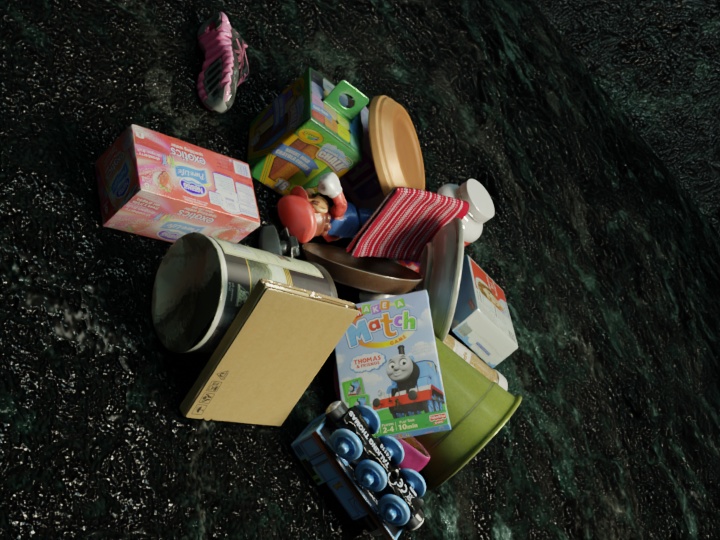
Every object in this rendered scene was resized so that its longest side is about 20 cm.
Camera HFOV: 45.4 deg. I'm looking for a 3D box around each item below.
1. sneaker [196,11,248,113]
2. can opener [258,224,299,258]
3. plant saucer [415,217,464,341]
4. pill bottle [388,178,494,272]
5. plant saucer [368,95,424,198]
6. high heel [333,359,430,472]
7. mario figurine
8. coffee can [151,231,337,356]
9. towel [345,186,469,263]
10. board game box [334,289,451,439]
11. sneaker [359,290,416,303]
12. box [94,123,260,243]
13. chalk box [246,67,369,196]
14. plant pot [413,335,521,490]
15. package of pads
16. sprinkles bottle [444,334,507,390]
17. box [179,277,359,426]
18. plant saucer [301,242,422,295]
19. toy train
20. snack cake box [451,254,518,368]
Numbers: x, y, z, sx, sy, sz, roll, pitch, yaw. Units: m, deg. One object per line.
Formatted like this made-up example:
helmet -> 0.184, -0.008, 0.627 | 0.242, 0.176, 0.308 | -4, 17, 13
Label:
sneaker -> -0.213, -0.327, 1.406 | 0.095, 0.078, 0.203 | 38, 37, -46
can opener -> -0.103, 0.028, 1.281 | 0.065, 0.053, 0.203 | -11, 66, -19
plant saucer -> 0.121, 0.013, 1.380 | 0.049, 0.202, 0.202 | 8, 46, -3
pill bottle -> 0.140, -0.078, 1.540 | 0.112, 0.199, 0.114 | 32, 40, -32
plant saucer -> 0.065, -0.188, 1.407 | 0.200, 0.037, 0.204 | -11, 90, -71
high heel -> 0.029, 0.204, 1.255 | 0.067, 0.095, 0.203 | 1, 63, -51
mario figurine -> -0.042, -0.101, 1.390 | 0.197, 0.126, 0.106 | 6, 17, -28
coffee can -> -0.147, 0.043, 1.110 | 0.198, 0.145, 0.149 | 14, 52, -46
towel -> 0.082, -0.069, 1.400 | 0.198, 0.145, 0.023 | 5, 41, -49
board game box -> 0.040, 0.140, 1.240 | 0.037, 0.148, 0.204 | 65, 15, -64
sneaker -> 0.051, 0.082, 1.424 | 0.199, 0.077, 0.102 | 4, 88, -63
box -> -0.242, -0.102, 1.150 | 0.198, 0.094, 0.104 | 14, 52, -47
chalk box -> -0.074, -0.221, 1.375 | 0.124, 0.199, 0.126 | 30, 41, -34
plant pot -> 0.112, 0.193, 1.319 | 0.190, 0.200, 0.199 | 47, 32, 7
package of pads -> 0.013, -0.189, 1.536 | 0.201, 0.120, 0.076 | 51, 33, -11
sprinkles bottle -> 0.172, 0.166, 1.503 | 0.199, 0.068, 0.069 | 38, 38, -28
box -> -0.110, 0.109, 1.065 | 0.162, 0.201, 0.021 | 16, 25, -46
plant saucer -> 0.000, 0.000, 1.349 | 0.199, 0.198, 0.035 | 4, 104, -51
toy train -> 0.002, 0.269, 1.150 | 0.201, 0.114, 0.087 | 54, 36, -4
snack cake box -> 0.221, 0.073, 1.606 | 0.115, 0.067, 0.201 | 41, 22, -19
